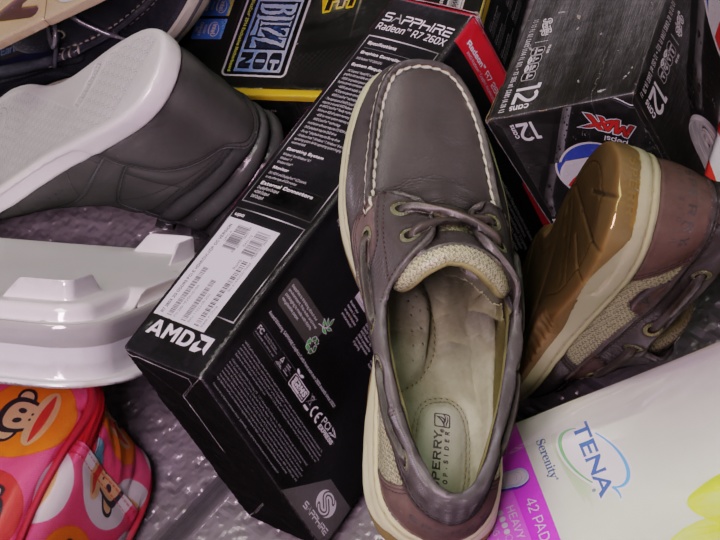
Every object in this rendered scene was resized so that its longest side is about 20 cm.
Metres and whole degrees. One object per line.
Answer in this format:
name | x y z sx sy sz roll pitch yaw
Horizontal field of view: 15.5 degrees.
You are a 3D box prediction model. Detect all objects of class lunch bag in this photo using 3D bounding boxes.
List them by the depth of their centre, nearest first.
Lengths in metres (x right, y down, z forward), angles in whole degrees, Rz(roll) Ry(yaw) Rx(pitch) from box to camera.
lunch bag | -0.201 0.124 1.127 0.175 0.082 0.201 8 56 29

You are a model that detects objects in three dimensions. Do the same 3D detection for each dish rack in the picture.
dish rack | -0.161 0.009 1.147 0.199 0.172 0.044 5 101 22

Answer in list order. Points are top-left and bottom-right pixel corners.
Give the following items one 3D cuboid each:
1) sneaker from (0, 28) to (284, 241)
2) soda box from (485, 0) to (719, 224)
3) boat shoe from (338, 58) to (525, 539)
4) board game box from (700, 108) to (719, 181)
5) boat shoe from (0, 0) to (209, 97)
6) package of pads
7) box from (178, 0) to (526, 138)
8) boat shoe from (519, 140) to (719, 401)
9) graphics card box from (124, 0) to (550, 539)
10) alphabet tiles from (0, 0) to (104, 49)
sneaker | -0.114 -0.043 1.225 0.200 0.099 0.071 -20 47 47
soda box | 0.120 -0.112 1.111 0.070 0.063 0.200 -9 41 32
boat shoe | 0.033 0.006 1.013 0.071 0.066 0.202 4 69 -14
board game box | 0.209 -0.075 1.108 0.151 0.046 0.200 -19 35 6
boat shoe | -0.139 -0.127 1.244 0.199 0.062 0.075 -19 71 41
package of pads | 0.132 0.110 1.019 0.199 0.068 0.155 -22 52 3
box | 0.002 -0.148 1.268 0.159 0.049 0.201 2 56 24
boat shoe | 0.099 0.012 1.041 0.064 0.200 0.074 13 72 -5
graphics card box | 0.000 0.000 1.108 0.051 0.126 0.200 18 63 38
alphabet tiles | -0.125 -0.192 1.227 0.167 0.008 0.201 -22 46 24
